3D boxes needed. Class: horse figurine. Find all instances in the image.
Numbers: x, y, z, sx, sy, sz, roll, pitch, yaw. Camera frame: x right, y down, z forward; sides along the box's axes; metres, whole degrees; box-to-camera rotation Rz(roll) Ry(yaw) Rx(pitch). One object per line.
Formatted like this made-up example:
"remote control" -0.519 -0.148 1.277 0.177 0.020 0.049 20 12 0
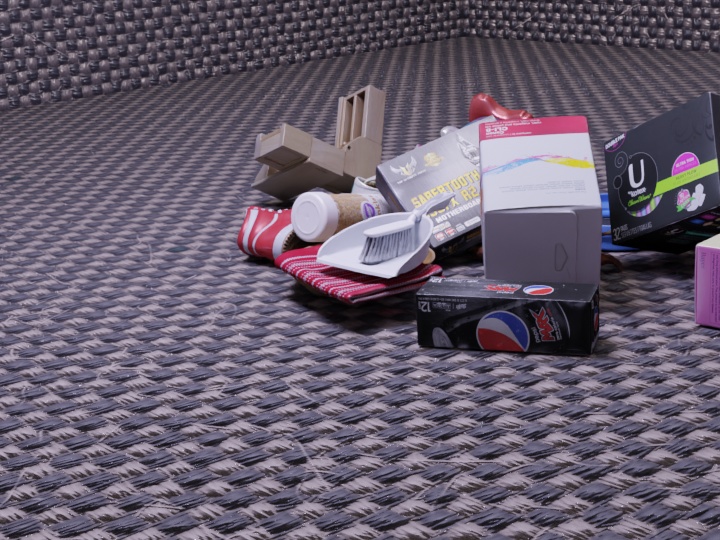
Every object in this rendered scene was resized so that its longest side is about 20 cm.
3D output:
"horse figurine" 0.257 -0.035 1.755 0.132 0.050 0.199 -19 24 -33

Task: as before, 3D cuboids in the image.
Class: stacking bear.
"stacking bear" 0.176 -0.170 2.055 0.121 0.114 0.200 26 49 23

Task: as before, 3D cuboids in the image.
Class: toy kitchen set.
"toy kitchen set" -0.089 -0.224 2.166 0.199 0.182 0.163 21 -26 -35

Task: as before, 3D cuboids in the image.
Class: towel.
"towel" -0.005 -0.003 1.626 0.143 0.023 0.200 -13 19 -27

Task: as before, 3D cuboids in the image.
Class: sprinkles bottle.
"sprinkles bottle" -0.010 -0.076 1.851 0.068 0.069 0.199 10 8 38

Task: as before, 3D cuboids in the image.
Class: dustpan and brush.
"dustpan and brush" 0.055 -0.052 1.629 0.139 0.058 0.199 12 23 42

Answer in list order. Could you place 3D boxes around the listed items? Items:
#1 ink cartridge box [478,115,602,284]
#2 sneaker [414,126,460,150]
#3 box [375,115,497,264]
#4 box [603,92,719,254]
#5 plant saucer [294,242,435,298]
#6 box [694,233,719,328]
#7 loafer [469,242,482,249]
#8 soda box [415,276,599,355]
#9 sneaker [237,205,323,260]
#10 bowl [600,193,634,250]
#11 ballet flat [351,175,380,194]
"ink cartridge box" 0.222 -0.076 1.629 0.143 0.146 0.201 -3 37 5
"sneaker" 0.098 -0.139 1.948 0.200 0.088 0.081 -44 3 14
"box" 0.143 -0.115 1.824 0.199 0.049 0.159 -24 61 -17
"box" 0.427 -0.119 1.676 0.123 0.150 0.200 6 -17 -30
"plant saucer" 0.000 0.000 1.714 0.198 0.036 0.200 -3 16 1
"box" 0.507 0.009 1.475 0.199 0.098 0.175 9 20 40
"loafer" 0.155 -0.090 1.916 0.062 0.072 0.200 -11 24 21
"soda box" 0.165 0.050 1.460 0.198 0.064 0.071 2 17 19
"sneaker" -0.096 -0.066 1.897 0.112 0.072 0.200 11 23 31
"bowl" 0.369 -0.071 1.880 0.198 0.040 0.201 -3 16 1
"ballet flat" 0.081 -0.130 2.093 0.198 0.070 0.070 -3 16 0
